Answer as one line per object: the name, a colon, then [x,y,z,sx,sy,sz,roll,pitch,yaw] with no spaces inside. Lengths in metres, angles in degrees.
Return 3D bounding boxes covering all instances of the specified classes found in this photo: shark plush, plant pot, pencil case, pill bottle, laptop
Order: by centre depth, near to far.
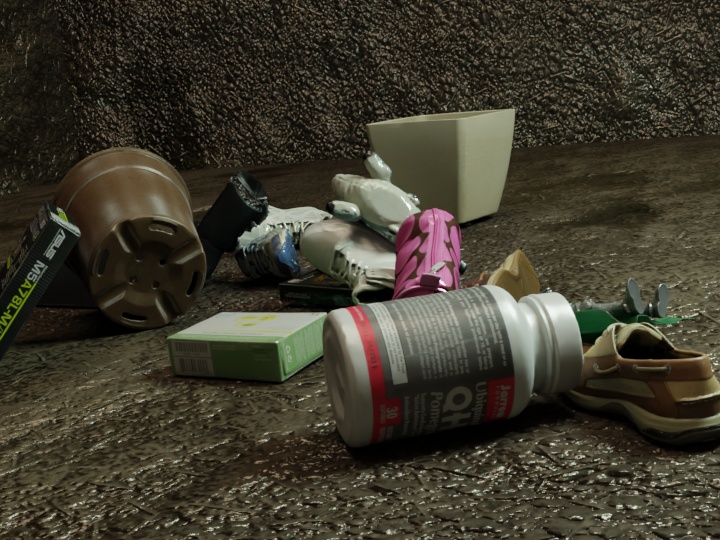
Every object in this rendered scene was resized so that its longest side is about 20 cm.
pill bottle: [0.074,0.073,0.911,0.196,0.113,0.111,-9,11,-12]
pencil case: [0.073,0.004,1.201,0.089,0.095,0.201,-2,27,3]
shark plush: [0.050,-0.068,1.363,0.197,0.092,0.083,24,-14,9]
plant pot: [-0.292,-0.034,1.453,0.197,0.204,0.198,-10,25,-19]
laptop: [-0.365,0.024,1.693,0.185,0.118,0.199,1,-16,32]
plant pot: [0.148,-0.180,1.961,0.197,0.180,0.199,2,13,35]

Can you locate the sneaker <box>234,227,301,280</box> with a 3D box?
sneaker: [-0.137,-0.014,1.633,0.084,0.078,0.200,-18,5,-9]

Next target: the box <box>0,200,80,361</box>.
box: [-0.402,0.017,1.317,0.047,0.195,0.200,31,-2,-19]

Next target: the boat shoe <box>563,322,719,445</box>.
boat shoe: [0.224,0.077,0.899,0.074,0.075,0.200,-10,11,-21]

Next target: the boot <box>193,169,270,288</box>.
boot: [-0.202,-0.073,1.650,0.076,0.169,0.201,37,13,-17]

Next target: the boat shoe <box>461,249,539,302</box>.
boat shoe: [0.145,0.035,1.221,0.071,0.073,0.200,-27,10,22]

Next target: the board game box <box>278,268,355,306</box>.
board game box: [0.001,0.011,1.492,0.133,0.029,0.199,3,14,31]

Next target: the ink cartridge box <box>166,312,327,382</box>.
ink cartridge box: [-0.092,0.067,1.213,0.143,0.049,0.199,-1,15,30]

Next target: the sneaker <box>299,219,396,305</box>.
sneaker: [0.000,0.000,1.326,0.197,0.075,0.115,20,21,17]

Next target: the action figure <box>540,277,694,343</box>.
action figure: [0.193,0.049,1.042,0.117,0.056,0.199,10,-19,-35]

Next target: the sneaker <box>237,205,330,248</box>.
sneaker: [-0.120,-0.073,1.878,0.198,0.077,0.115,-10,9,-32]

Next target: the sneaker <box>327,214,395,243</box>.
sneaker: [-0.005,-0.031,1.488,0.098,0.072,0.200,22,-12,-8]
